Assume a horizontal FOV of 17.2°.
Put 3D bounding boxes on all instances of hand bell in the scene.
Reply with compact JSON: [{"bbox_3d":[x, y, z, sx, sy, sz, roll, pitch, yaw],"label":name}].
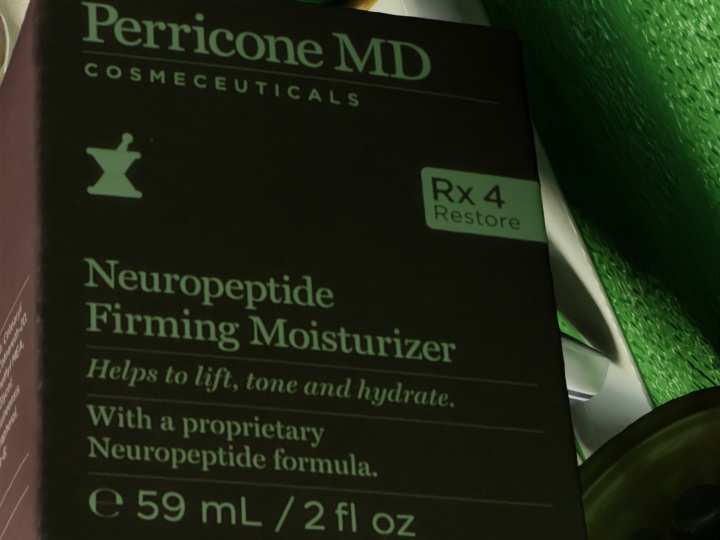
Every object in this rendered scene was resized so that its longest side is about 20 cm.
[{"bbox_3d":[0.149,0.143,0.759,0.200,0.104,0.104,49,176,-19],"label":"hand bell"}]

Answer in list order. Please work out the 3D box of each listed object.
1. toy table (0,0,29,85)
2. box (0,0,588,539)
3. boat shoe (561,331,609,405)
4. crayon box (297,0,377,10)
[{"bbox_3d":[-0.157,-0.073,1.061,0.117,0.200,0.184,46,-169,-20],"label":"toy table"},{"bbox_3d":[-0.040,0.039,0.758,0.164,0.165,0.201,122,149,-55],"label":"box"},{"bbox_3d":[0.004,0.047,0.948,0.200,0.091,0.071,15,179,36],"label":"boat shoe"},{"bbox_3d":[-0.054,-0.101,0.901,0.058,0.119,0.200,59,172,-2],"label":"crayon box"}]
